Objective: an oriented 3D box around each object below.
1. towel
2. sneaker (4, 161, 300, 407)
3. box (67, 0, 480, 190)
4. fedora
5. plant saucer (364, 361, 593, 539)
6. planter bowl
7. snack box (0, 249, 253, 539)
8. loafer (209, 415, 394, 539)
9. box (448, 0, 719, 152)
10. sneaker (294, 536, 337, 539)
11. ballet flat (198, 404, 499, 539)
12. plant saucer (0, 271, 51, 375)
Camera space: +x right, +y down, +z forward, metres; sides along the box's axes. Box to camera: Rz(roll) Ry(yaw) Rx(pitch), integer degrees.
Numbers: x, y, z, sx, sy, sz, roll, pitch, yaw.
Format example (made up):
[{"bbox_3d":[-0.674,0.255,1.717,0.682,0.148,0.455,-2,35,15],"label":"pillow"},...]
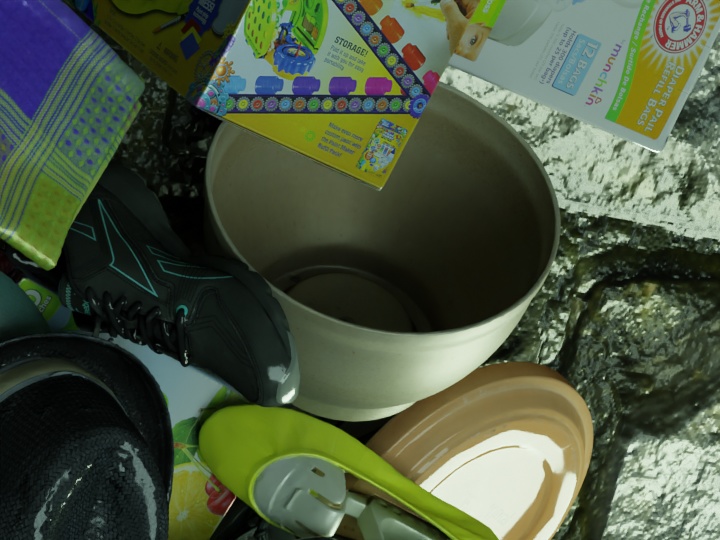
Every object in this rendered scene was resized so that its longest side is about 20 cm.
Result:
[{"bbox_3d":[-0.200,-0.110,1.246,0.200,0.023,0.144,47,47,-25],"label":"towel"},{"bbox_3d":[-0.111,0.019,1.300,0.079,0.200,0.076,-28,138,-30],"label":"sneaker"},{"bbox_3d":[-0.033,-0.177,1.262,0.122,0.200,0.193,23,99,-33],"label":"box"},{"bbox_3d":[-0.162,0.137,1.287,0.200,0.092,0.201,-12,112,-30],"label":"fedora"},{"bbox_3d":[0.064,0.145,1.499,0.200,0.032,0.201,-24,138,-23],"label":"plant saucer"},{"bbox_3d":[0.000,0.000,1.383,0.200,0.201,0.135,-11,144,-24],"label":"planter bowl"},{"bbox_3d":[-0.161,0.096,1.403,0.200,0.053,0.142,31,93,-33],"label":"snack box"},{"bbox_3d":[-0.036,0.152,1.491,0.200,0.063,0.072,-43,127,-5],"label":"loafer"},{"bbox_3d":[0.101,-0.160,1.403,0.200,0.101,0.113,20,102,-34],"label":"box"},{"bbox_3d":[-0.073,0.209,1.390,0.199,0.078,0.080,-11,150,20],"label":"sneaker"},{"bbox_3d":[-0.002,0.140,1.394,0.200,0.067,0.067,29,111,-13],"label":"ballet flat"},{"bbox_3d":[-0.250,0.084,1.305,0.199,0.036,0.201,-9,113,-22],"label":"plant saucer"}]
